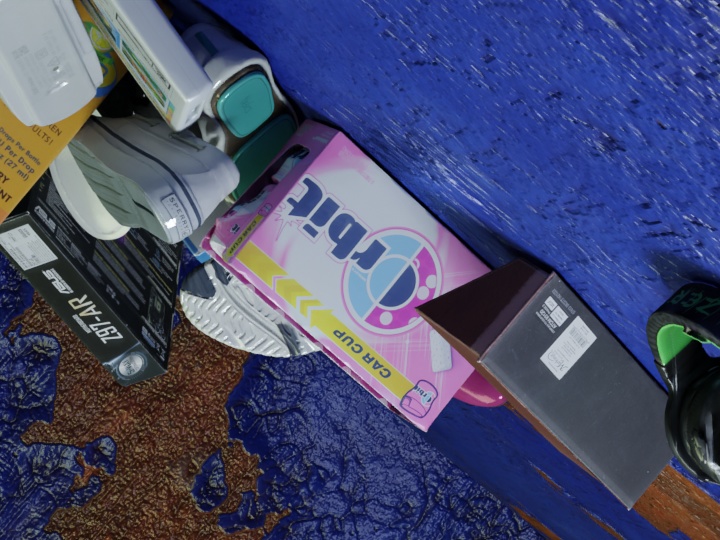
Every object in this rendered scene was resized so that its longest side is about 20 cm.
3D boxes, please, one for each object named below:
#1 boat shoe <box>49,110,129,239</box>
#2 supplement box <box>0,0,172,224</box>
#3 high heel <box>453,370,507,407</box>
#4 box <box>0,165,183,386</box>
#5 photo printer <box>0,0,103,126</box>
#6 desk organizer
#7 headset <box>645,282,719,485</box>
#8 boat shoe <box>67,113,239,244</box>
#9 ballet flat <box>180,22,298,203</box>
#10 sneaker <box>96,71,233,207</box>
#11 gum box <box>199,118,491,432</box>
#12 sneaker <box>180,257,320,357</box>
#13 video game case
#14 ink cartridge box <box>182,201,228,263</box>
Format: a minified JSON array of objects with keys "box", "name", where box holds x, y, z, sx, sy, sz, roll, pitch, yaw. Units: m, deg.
[{"box":[-0.202,-0.125,1.610,0.060,0.072,0.202,-53,-48,-66],"name":"boat shoe"},{"box":[-0.217,-0.122,1.430,0.067,0.200,0.069,42,169,-29],"name":"supplement box"},{"box":[0.038,0.038,1.697,0.200,0.067,0.096,39,-174,39],"name":"high heel"},{"box":[-0.213,-0.031,1.690,0.200,0.044,0.160,53,-153,-39],"name":"box"},{"box":[-0.244,-0.205,1.330,0.200,0.069,0.166,56,173,20],"name":"photo printer"},{"box":[0.126,0.064,1.369,0.077,0.072,0.200,36,174,48],"name":"desk organizer"},{"box":[0.196,0.096,1.052,0.123,0.094,0.200,32,159,55],"name":"headset"},{"box":[-0.135,-0.067,1.416,0.200,0.067,0.074,35,153,57],"name":"boat shoe"},{"box":[-0.084,-0.107,1.421,0.069,0.069,0.200,37,167,16],"name":"ballet flat"},{"box":[-0.107,-0.103,1.546,0.199,0.076,0.114,31,-167,-19],"name":"sneaker"},{"box":[0.000,0.000,1.439,0.200,0.114,0.066,42,174,-24],"name":"gum box"},{"box":[-0.029,0.010,1.575,0.130,0.199,0.080,-94,-6,-82],"name":"sneaker"},{"box":[-0.156,-0.175,1.275,0.200,0.024,0.182,55,174,-3],"name":"video game case"},{"box":[-0.113,-0.058,1.721,0.145,0.084,0.200,52,180,20],"name":"ink cartridge box"}]
